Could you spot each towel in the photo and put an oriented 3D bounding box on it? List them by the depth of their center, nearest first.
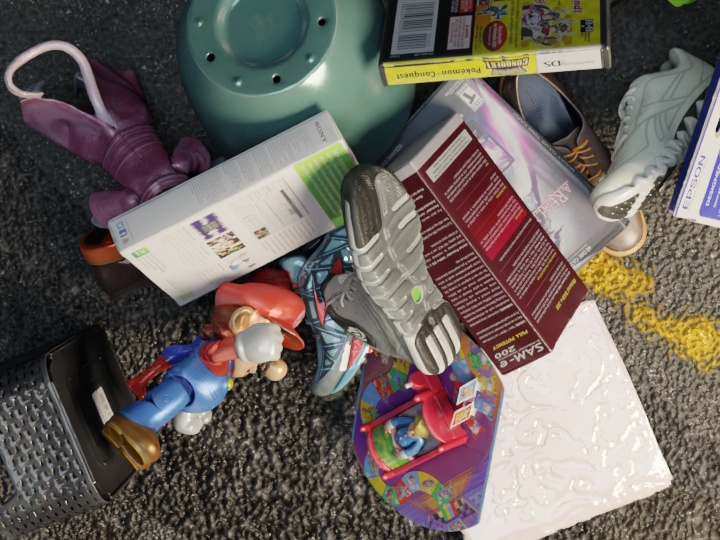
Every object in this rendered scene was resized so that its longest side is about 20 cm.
[{"bbox_3d":[0.159,0.147,1.350,0.200,0.032,0.191,-23,94,6],"label":"towel"}]

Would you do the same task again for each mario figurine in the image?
[{"bbox_3d":[-0.116,0.096,1.246,0.200,0.123,0.106,-43,127,-18],"label":"mario figurine"}]

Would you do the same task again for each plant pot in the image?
[{"bbox_3d":[-0.063,-0.182,1.237,0.200,0.161,0.201,-2,80,10],"label":"plant pot"}]

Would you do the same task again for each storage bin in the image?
[{"bbox_3d":[-0.266,0.137,1.294,0.094,0.200,0.135,-22,94,7],"label":"storage bin"}]

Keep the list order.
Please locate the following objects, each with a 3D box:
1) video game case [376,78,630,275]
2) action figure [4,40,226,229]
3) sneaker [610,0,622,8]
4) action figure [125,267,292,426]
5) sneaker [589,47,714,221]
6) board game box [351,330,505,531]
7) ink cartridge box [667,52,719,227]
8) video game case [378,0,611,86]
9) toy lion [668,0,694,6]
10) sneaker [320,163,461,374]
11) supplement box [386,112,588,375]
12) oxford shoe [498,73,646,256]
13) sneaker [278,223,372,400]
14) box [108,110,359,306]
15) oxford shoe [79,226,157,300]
[{"bbox_3d":[0.119,-0.068,1.301,0.200,0.019,0.143,44,128,-1],"label":"video game case"},{"bbox_3d":[-0.195,-0.109,1.280,0.134,0.149,0.200,-39,68,-13],"label":"action figure"},{"bbox_3d":[0.143,-0.225,1.267,0.199,0.104,0.060,-8,116,8],"label":"sneaker"},{"bbox_3d":[-0.119,0.058,1.339,0.200,0.065,0.052,-42,122,-7],"label":"action figure"},{"bbox_3d":[0.248,-0.117,1.264,0.081,0.075,0.200,41,59,8],"label":"sneaker"},{"bbox_3d":[0.044,0.137,1.298,0.158,0.039,0.200,25,117,36],"label":"board game box"},{"bbox_3d":[0.321,-0.133,1.230,0.047,0.200,0.198,24,100,39],"label":"ink cartridge box"},{"bbox_3d":[0.113,-0.230,1.207,0.180,0.200,0.026,-3,137,12],"label":"video game case"},{"bbox_3d":[0.234,-0.325,1.235,0.069,0.192,0.200,-26,54,34],"label":"toy lion"},{"bbox_3d":[0.000,0.000,1.220,0.115,0.075,0.200,8,130,43],"label":"sneaker"},{"bbox_3d":[0.102,-0.023,1.256,0.061,0.109,0.200,-31,100,37],"label":"supplement box"},{"bbox_3d":[0.186,-0.095,1.298,0.071,0.073,0.200,-36,93,6],"label":"oxford shoe"},{"bbox_3d":[-0.032,0.014,1.320,0.095,0.079,0.200,12,88,-13],"label":"sneaker"},{"bbox_3d":[-0.091,-0.048,1.220,0.200,0.144,0.036,-25,67,4],"label":"box"},{"bbox_3d":[-0.150,-0.028,1.344,0.200,0.071,0.073,-16,118,7],"label":"oxford shoe"}]
